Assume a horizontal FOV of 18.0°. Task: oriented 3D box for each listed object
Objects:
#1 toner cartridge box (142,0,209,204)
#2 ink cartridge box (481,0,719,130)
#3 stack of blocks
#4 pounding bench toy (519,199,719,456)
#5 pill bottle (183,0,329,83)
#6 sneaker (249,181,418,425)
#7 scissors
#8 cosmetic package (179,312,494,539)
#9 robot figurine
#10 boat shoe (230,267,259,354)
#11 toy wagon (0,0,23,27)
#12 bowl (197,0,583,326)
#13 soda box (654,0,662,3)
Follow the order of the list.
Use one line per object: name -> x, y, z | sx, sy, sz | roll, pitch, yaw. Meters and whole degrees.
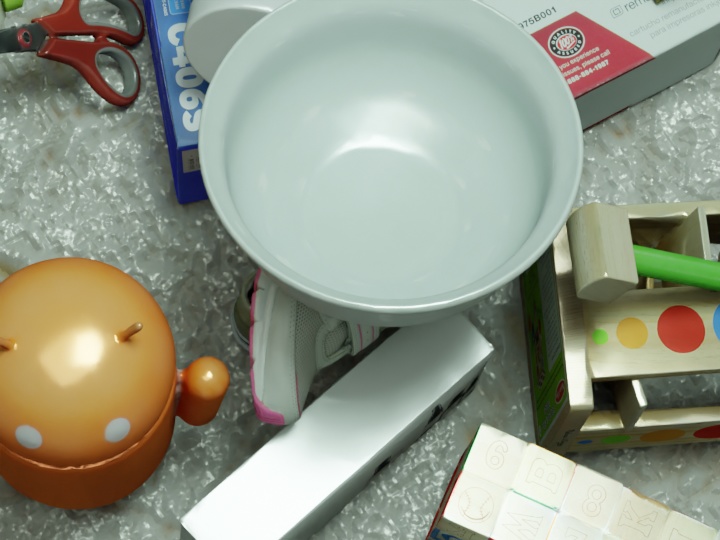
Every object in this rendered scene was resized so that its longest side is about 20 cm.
toner cartridge box -> -0.106, -0.152, 1.365 | 0.043, 0.095, 0.202 | -9, 73, -8
ink cartridge box -> 0.118, -0.195, 1.403 | 0.145, 0.083, 0.201 | -27, 76, -13
stack of blocks -> 0.139, 0.164, 1.267 | 0.199, 0.115, 0.059 | 24, 71, 3
pounding bench toy -> 0.183, 0.020, 1.274 | 0.154, 0.200, 0.125 | -3, 71, -5
pill bottle -> -0.041, -0.199, 1.299 | 0.108, 0.109, 0.201 | 13, 57, 0
sneaker -> 0.000, 0.000, 1.259 | 0.088, 0.082, 0.201 | 20, 68, 12
scissors -> -0.192, -0.142, 1.326 | 0.014, 0.199, 0.074 | -9, 80, 35
cosmetic package -> -0.014, 0.103, 1.293 | 0.200, 0.083, 0.051 | -40, 78, -15
robot figurine -> -0.158, 0.063, 1.232 | 0.143, 0.200, 0.117 | 38, 72, 8
boat shoe -> 0.014, -0.009, 1.343 | 0.199, 0.062, 0.072 | -32, 77, -14
toy wagon -> -0.261, -0.136, 1.226 | 0.154, 0.040, 0.201 | -23, 61, -11
bowl -> 0.014, -0.046, 1.195 | 0.199, 0.091, 0.203 | 2, 60, -3
soda box -> 0.147, -0.263, 1.351 | 0.067, 0.064, 0.201 | -34, 77, -17
